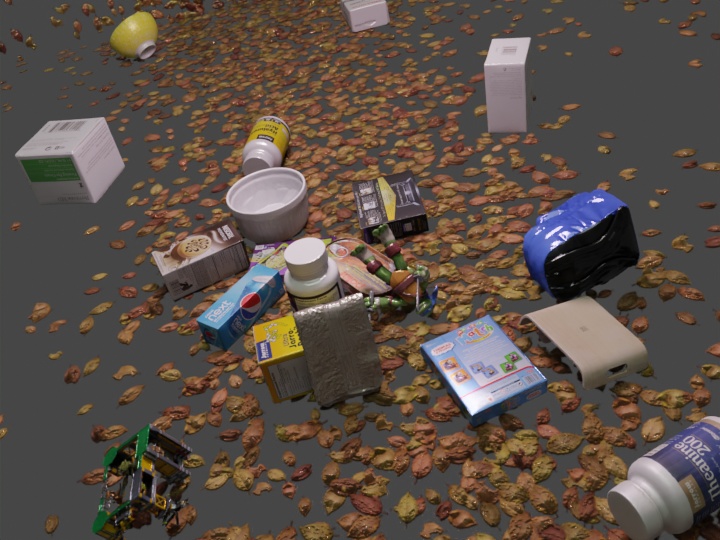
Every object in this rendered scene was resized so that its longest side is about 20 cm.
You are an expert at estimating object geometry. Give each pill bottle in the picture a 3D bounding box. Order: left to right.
[{"bbox_3d":[-0.261,-0.327,2.090,0.110,0.112,0.201,-4,39,11],"label":"pill bottle"},{"bbox_3d":[-0.088,0.041,1.505,0.110,0.202,0.112,-8,37,6],"label":"pill bottle"},{"bbox_3d":[0.456,0.301,1.090,0.198,0.112,0.111,-26,39,-16],"label":"pill bottle"}]

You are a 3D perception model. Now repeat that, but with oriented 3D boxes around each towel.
[{"bbox_3d":[-0.036,0.145,1.363,0.131,0.202,0.035,-16,25,-4],"label":"towel"}]

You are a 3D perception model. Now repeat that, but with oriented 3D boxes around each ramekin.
[{"bbox_3d":[-0.219,-0.154,1.866,0.197,0.106,0.201,-8,38,6],"label":"ramekin"}]

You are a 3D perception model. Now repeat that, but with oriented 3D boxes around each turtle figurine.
[{"bbox_3d":[0.060,0.018,1.499,0.199,0.144,0.195,-30,79,-34],"label":"turtle figurine"}]

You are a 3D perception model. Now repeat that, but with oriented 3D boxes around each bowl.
[{"bbox_3d":[-0.849,-0.879,2.940,0.200,0.200,0.108,-38,87,-28],"label":"bowl"}]

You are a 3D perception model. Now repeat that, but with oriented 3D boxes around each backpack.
[{"bbox_3d":[0.418,-0.044,1.503,0.199,0.163,0.168,-33,31,-5],"label":"backpack"}]

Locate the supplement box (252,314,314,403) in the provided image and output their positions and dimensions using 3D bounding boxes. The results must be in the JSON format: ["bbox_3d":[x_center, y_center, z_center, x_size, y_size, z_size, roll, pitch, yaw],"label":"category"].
[{"bbox_3d":[-0.090,0.150,1.443,0.197,0.110,0.110,-16,37,-4],"label":"supplement box"}]

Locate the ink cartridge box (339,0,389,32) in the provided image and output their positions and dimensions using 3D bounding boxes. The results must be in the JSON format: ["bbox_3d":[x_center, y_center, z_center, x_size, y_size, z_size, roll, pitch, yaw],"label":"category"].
[{"bbox_3d":[0.013,-0.969,2.832,0.144,0.085,0.201,-16,37,-4],"label":"ink cartridge box"}]

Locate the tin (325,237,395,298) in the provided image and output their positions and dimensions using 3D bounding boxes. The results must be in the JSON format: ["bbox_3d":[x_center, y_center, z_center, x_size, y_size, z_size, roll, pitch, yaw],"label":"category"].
[{"bbox_3d":[0.000,0.000,1.642,0.111,0.042,0.199,-33,52,-30],"label":"tin"}]

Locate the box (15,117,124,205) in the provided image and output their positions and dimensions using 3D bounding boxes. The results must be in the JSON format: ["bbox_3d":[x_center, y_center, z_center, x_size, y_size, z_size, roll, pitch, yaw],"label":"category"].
[{"bbox_3d":[-0.826,-0.312,2.189,0.196,0.173,0.201,0,40,16],"label":"box"}]

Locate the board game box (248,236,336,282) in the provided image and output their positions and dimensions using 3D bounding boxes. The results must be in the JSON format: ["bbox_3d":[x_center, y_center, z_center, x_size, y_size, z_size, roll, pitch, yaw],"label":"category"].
[{"bbox_3d":[-0.153,-0.023,1.745,0.197,0.033,0.121,-6,36,10],"label":"board game box"}]

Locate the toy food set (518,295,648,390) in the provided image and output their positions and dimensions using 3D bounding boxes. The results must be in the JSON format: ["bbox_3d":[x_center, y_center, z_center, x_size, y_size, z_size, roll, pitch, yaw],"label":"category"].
[{"bbox_3d":[0.399,0.128,1.379,0.142,0.061,0.200,-14,38,-20],"label":"toy food set"}]

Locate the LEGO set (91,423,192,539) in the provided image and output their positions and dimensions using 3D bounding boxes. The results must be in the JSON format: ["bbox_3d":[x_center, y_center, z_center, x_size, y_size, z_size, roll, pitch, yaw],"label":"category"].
[{"bbox_3d":[-0.354,0.367,1.282,0.154,0.116,0.201,-42,33,12],"label":"LEGO set"}]

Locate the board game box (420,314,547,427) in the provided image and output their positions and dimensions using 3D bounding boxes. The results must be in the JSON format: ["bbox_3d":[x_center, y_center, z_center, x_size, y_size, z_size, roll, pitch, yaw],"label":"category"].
[{"bbox_3d":[0.218,0.175,1.380,0.150,0.037,0.200,-22,39,-11],"label":"board game box"}]

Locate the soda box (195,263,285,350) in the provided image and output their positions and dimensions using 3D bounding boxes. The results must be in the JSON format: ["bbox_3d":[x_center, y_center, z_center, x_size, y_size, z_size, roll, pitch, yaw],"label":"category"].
[{"bbox_3d":[-0.250,0.075,1.623,0.067,0.065,0.200,17,47,33],"label":"soda box"}]

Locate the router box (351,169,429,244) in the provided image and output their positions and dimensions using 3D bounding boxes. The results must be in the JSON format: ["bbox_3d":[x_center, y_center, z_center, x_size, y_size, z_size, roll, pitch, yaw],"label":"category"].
[{"bbox_3d":[0.068,-0.152,1.820,0.155,0.053,0.201,-13,38,2],"label":"router box"}]

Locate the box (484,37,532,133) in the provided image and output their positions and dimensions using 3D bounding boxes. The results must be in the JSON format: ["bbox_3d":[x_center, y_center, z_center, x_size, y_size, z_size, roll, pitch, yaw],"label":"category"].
[{"bbox_3d":[0.394,-0.487,2.021,0.105,0.202,0.153,3,40,17],"label":"box"}]

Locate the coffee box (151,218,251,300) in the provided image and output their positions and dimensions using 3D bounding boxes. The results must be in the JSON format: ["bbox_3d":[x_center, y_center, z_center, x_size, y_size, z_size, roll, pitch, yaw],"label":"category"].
[{"bbox_3d":[-0.367,-0.027,1.771,0.198,0.081,0.113,-25,39,-15],"label":"coffee box"}]
